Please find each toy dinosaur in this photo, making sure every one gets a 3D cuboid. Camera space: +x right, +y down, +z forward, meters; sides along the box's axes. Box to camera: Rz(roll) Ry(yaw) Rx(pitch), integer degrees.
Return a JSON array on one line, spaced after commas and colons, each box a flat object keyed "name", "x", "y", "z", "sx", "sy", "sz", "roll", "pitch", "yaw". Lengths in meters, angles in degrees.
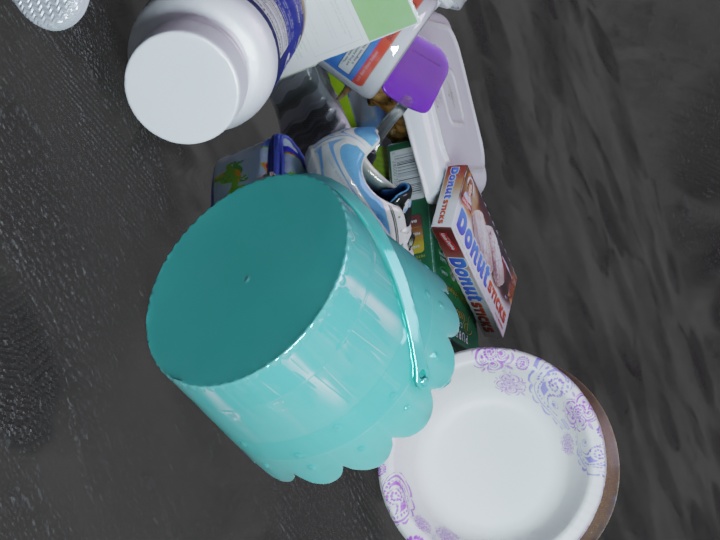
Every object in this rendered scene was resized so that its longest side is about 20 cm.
[{"name": "toy dinosaur", "x": 0.018, "y": -0.182, "z": 1.776, "sx": 0.200, "sy": 0.060, "sz": 0.107, "roll": 41, "pitch": 28, "yaw": -65}]

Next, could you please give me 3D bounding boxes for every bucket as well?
[{"name": "bucket", "x": -0.045, "y": 0.038, "z": 1.346, "sx": 0.135, "sy": 0.206, "sz": 0.208, "roll": 45, "pitch": 31, "yaw": -42}]

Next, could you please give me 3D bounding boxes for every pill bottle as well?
[{"name": "pill bottle", "x": -0.040, "y": -0.252, "z": 1.647, "sx": 0.200, "sy": 0.112, "sz": 0.112, "roll": 35, "pitch": 24, "yaw": -3}, {"name": "pill bottle", "x": -0.117, "y": -0.177, "z": 1.470, "sx": 0.120, "sy": 0.119, "sz": 0.200, "roll": 64, "pitch": 20, "yaw": -19}]

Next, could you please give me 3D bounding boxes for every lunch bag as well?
[{"name": "lunch bag", "x": -0.051, "y": -0.004, "z": 1.551, "sx": 0.161, "sy": 0.082, "sz": 0.200, "roll": -91, "pitch": 156, "yaw": -50}]

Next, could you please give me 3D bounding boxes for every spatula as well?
[{"name": "spatula", "x": 0.018, "y": -0.123, "z": 1.739, "sx": 0.056, "sy": 0.201, "sz": 0.021, "roll": 26, "pitch": 13, "yaw": -21}]

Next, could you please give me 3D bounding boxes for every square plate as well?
[{"name": "square plate", "x": 0.079, "y": -0.167, "z": 1.839, "sx": 0.198, "sy": 0.028, "sz": 0.201, "roll": -11, "pitch": 87, "yaw": -72}]

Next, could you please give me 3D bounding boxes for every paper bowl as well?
[{"name": "paper bowl", "x": 0.116, "y": 0.175, "z": 1.660, "sx": 0.104, "sy": 0.200, "sz": 0.202, "roll": 77, "pitch": -2, "yaw": -77}]

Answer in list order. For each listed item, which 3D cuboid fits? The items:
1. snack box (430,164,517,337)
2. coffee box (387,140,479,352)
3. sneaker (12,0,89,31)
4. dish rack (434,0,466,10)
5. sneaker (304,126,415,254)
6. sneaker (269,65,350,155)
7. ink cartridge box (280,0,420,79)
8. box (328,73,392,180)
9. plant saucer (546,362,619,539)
[{"name": "snack box", "x": 0.112, "y": -0.016, "z": 1.815, "sx": 0.200, "sy": 0.024, "sz": 0.072, "roll": 61, "pitch": 39, "yaw": -52}, {"name": "coffee box", "x": 0.071, "y": -0.017, "z": 1.835, "sx": 0.123, "sy": 0.044, "sz": 0.201, "roll": 32, "pitch": 50, "yaw": -65}, {"name": "sneaker", "x": -0.212, "y": -0.254, "z": 1.343, "sx": 0.115, "sy": 0.075, "sz": 0.201, "roll": 24, "pitch": 46, "yaw": -62}, {"name": "dish rack", "x": 0.008, "y": -0.307, "z": 1.719, "sx": 0.200, "sy": 0.044, "sz": 0.172, "roll": 38, "pitch": -4, "yaw": -28}, {"name": "sneaker", "x": 0.021, "y": -0.026, "z": 1.537, "sx": 0.072, "sy": 0.072, "sz": 0.201, "roll": -83, "pitch": 151, "yaw": -62}, {"name": "sneaker", "x": -0.039, "y": -0.144, "z": 1.725, "sx": 0.082, "sy": 0.074, "sz": 0.201, "roll": -12, "pitch": 82, "yaw": -70}, {"name": "ink cartridge box", "x": -0.061, "y": -0.242, "z": 1.567, "sx": 0.146, "sy": 0.199, "sz": 0.048, "roll": 64, "pitch": 22, "yaw": -17}, {"name": "box", "x": 0.003, "y": -0.122, "z": 1.867, "sx": 0.122, "sy": 0.047, "sz": 0.201, "roll": 4, "pitch": 69, "yaw": -70}, {"name": "plant saucer", "x": 0.146, "y": 0.183, "z": 1.748, "sx": 0.032, "sy": 0.200, "sz": 0.201, "roll": 4, "pitch": 67, "yaw": -56}]
